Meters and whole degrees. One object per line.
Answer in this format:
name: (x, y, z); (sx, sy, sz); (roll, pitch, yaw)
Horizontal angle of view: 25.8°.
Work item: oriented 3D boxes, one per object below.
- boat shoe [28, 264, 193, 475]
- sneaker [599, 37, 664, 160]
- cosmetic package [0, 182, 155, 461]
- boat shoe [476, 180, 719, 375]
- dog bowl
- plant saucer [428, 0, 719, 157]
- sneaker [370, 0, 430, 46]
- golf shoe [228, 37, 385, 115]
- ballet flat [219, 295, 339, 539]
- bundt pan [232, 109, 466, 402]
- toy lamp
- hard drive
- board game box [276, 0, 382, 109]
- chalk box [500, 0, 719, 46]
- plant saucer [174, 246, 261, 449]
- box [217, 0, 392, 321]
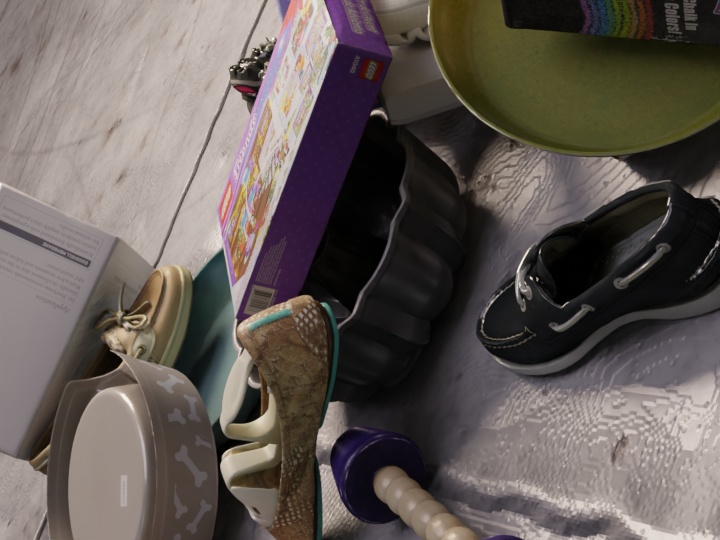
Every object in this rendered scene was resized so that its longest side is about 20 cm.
boat shoe: (-0.198, 0.082, 1.272); (0.073, 0.062, 0.201); (10, 74, 65)
sneaker: (0.140, -0.144, 0.921); (0.078, 0.077, 0.201); (-42, 34, 34)
cosmetic package: (-0.277, 0.058, 1.367); (0.199, 0.122, 0.201); (64, -130, -79)
boat shoe: (0.119, 0.001, 0.834); (0.200, 0.060, 0.076); (-31, 40, 48)
dog bowl: (-0.169, 0.160, 1.165); (0.200, 0.058, 0.202); (-9, 79, 57)
plant saucer: (0.137, -0.142, 0.862); (0.198, 0.031, 0.201); (-6, 61, 11)
sneaker: (0.074, -0.221, 1.027); (0.199, 0.081, 0.075); (-36, 38, -6)
golf shoe: (-0.011, -0.130, 1.211); (0.199, 0.089, 0.077); (12, 42, 44)
ballet flat: (-0.054, 0.101, 0.955); (0.071, 0.065, 0.201); (-119, 27, -53)
bundt pan: (0.000, 0.000, 1.043); (0.202, 0.075, 0.203); (-45, 30, 35)
toy lamp: (0.033, 0.135, 0.872); (0.059, 0.058, 0.200); (-61, 25, 3)
hard drive: (0.060, -0.172, 1.070); (0.131, 0.027, 0.200); (-19, 35, 0)
board game box: (0.010, -0.183, 1.164); (0.134, 0.035, 0.201); (-17, 34, 2)
chalk box: (0.172, -0.197, 0.791); (0.198, 0.125, 0.125); (8, 65, 18)
plant saucer: (-0.112, 0.070, 1.237); (0.200, 0.036, 0.201); (-44, 32, 36)
box: (-0.040, -0.083, 1.012); (0.137, 0.039, 0.201); (-107, 34, -55)
